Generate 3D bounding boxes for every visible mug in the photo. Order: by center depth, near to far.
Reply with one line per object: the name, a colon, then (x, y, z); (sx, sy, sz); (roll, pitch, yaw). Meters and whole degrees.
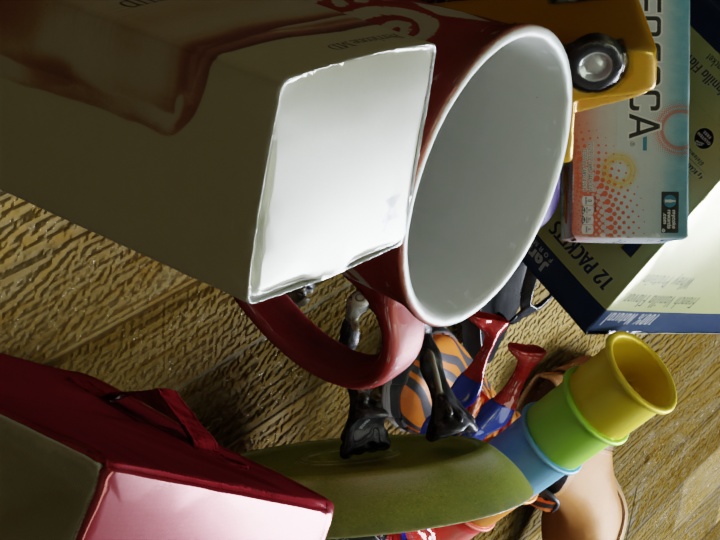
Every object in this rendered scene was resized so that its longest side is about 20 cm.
mug: (-0.033, -0.053, 0.809); (0.133, 0.200, 0.178); (21, 92, -62)

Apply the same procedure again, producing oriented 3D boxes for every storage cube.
storage cube: (-0.150, 0.136, 0.775); (0.180, 0.171, 0.200); (23, 90, -61)

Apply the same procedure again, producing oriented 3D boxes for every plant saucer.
plant saucer: (-0.005, 0.116, 1.006); (0.200, 0.200, 0.031); (-9, 95, -58)

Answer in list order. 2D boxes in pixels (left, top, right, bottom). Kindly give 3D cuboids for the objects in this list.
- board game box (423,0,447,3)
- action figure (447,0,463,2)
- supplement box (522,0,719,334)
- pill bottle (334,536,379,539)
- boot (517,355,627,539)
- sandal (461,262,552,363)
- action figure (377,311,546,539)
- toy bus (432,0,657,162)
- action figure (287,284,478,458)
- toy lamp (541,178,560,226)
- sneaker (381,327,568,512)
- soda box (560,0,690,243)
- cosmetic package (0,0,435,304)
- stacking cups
board game box: (0.040, -0.210, 1.009); (0.096, 0.030, 0.200); (-41, 140, -39)
action figure: (0.043, -0.085, 1.049); (0.065, 0.052, 0.200); (-51, 167, -29)
supplement box: (0.212, -0.075, 1.163); (0.200, 0.134, 0.200); (2, 132, -53)
pill bottle: (-0.063, 0.235, 1.063); (0.200, 0.106, 0.106); (-39, 141, -43)
boot: (0.155, 0.165, 1.432); (0.155, 0.074, 0.200); (-1, 98, -61)
sandal: (0.128, -0.024, 1.275); (0.200, 0.043, 0.076); (-60, 151, -14)
action figure: (0.029, 0.121, 1.136); (0.099, 0.065, 0.200); (9, 112, -42)
toy bus: (0.047, -0.093, 0.926); (0.065, 0.200, 0.078); (-98, -177, -51)
action figure: (0.000, 0.000, 1.003); (0.119, 0.102, 0.200); (-10, 82, -17)
toy lamp: (0.076, -0.031, 1.050); (0.058, 0.058, 0.200); (-59, 177, -16)
sneaker: (0.093, 0.101, 1.230); (0.078, 0.112, 0.200); (-63, 151, -9)
soda box: (0.150, -0.116, 1.032); (0.064, 0.068, 0.200); (37, 55, -90)
cosmetic package: (-0.083, -0.070, 0.708); (0.103, 0.200, 0.087); (-22, 128, -53)
stacking cups: (0.113, 0.120, 1.159); (0.200, 0.061, 0.060); (-45, 165, 32)
